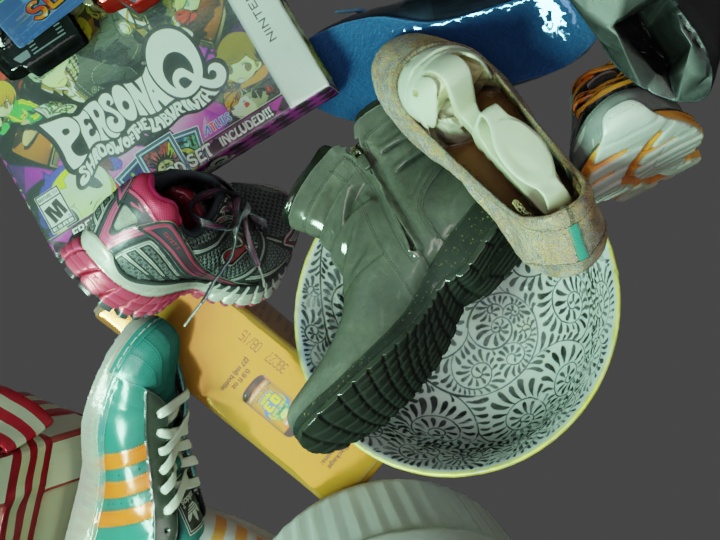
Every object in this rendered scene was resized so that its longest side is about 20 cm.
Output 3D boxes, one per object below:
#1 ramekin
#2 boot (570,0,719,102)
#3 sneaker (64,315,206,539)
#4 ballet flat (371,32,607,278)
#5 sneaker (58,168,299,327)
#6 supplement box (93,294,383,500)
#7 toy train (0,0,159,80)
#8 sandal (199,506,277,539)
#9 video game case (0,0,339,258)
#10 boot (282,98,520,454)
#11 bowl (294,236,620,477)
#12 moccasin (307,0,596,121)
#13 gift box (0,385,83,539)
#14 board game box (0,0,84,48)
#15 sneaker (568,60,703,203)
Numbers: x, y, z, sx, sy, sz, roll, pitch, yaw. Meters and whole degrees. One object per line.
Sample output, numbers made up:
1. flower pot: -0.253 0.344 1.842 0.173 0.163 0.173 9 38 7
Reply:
1. ramekin: 0.020 0.219 1.134 0.201 0.094 0.204 -6 121 -10
2. boot: 0.205 -0.143 1.054 0.164 0.200 0.066 36 115 0
3. sneaker: -0.124 0.123 1.111 0.079 0.071 0.201 20 114 16
4. ballet flat: 0.069 -0.081 1.021 0.068 0.067 0.200 -38 59 -8
5. sneaker: -0.087 -0.023 1.084 0.081 0.200 0.075 46 115 12
6. supplement box: -0.067 0.060 1.159 0.200 0.069 0.067 40 98 -2
7. toy train: -0.135 -0.176 1.096 0.199 0.034 0.046 -34 83 5
8. sandal: -0.122 0.184 1.178 0.206 0.059 0.080 28 98 -2
9. video game case: -0.142 -0.134 1.129 0.199 0.036 0.182 -31 81 5
10. boot: 0.000 0.000 1.077 0.130 0.068 0.200 37 82 29
11. bowl: 0.068 0.032 1.123 0.199 0.094 0.202 -5 74 17
12. moccasin: 0.058 -0.133 1.124 0.199 0.068 0.081 -4 112 25
13. gift box: -0.274 0.141 1.116 0.183 0.200 0.188 16 103 17
14. board game box: -0.146 -0.233 1.088 0.200 0.136 0.034 -36 133 4
15. sneaker: 0.150 -0.086 1.073 0.078 0.200 0.078 -26 85 8
